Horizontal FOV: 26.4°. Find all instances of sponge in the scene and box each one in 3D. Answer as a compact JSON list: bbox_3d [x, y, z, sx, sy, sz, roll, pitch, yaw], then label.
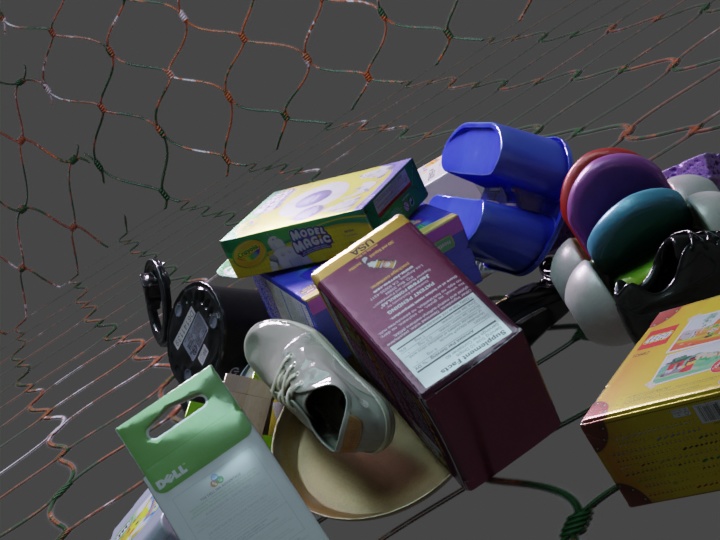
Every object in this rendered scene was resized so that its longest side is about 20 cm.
[{"bbox_3d":[0.286,-0.064,1.535,0.199,0.030,0.111,-25,-15,34],"label":"sponge"}]

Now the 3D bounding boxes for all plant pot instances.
[{"bbox_3d":[0.017,0.143,1.361,0.199,0.028,0.201,-15,44,14],"label":"plant pot"}]

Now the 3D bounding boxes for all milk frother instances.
[{"bbox_3d":[-0.133,0.059,1.718,0.187,0.201,0.181,6,-38,-38],"label":"milk frother"}]

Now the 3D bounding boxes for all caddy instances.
[{"bbox_3d":[0.145,-0.071,1.528,0.200,0.105,0.142,-161,87,-72],"label":"caddy"}]

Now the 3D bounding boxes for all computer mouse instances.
[{"bbox_3d":[0.157,0.036,1.551,0.200,0.046,0.140,-37,13,-18],"label":"computer mouse"}]

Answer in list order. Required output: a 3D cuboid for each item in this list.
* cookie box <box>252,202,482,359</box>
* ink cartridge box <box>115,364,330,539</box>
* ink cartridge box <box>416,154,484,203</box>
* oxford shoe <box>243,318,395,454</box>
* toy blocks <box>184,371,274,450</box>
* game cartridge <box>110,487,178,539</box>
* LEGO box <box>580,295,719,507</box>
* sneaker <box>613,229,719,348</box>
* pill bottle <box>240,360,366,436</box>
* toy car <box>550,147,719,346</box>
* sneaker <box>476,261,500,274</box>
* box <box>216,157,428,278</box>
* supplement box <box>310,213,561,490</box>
[{"bbox_3d":[0.000,0.000,1.492,0.171,0.075,0.200,-29,19,-13],"label":"cookie box"},{"bbox_3d":[-0.112,0.191,1.298,0.104,0.200,0.059,-34,-28,-7],"label":"ink cartridge box"},{"bbox_3d":[0.096,-0.059,1.881,0.199,0.126,0.129,-30,12,13],"label":"ink cartridge box"},{"bbox_3d":[-0.049,0.100,1.358,0.058,0.076,0.200,-4,28,-39],"label":"oxford shoe"},{"bbox_3d":[-0.125,0.200,1.455,0.099,0.137,0.200,11,36,0],"label":"toy blocks"},{"bbox_3d":[-0.209,0.259,1.546,0.133,0.040,0.200,-46,10,9],"label":"game cartridge"},{"bbox_3d":[0.272,0.074,1.046,0.200,0.077,0.149,-21,17,45],"label":"LEGO box"},{"bbox_3d":[0.295,-0.003,1.257,0.200,0.091,0.076,-34,11,-13],"label":"sneaker"},{"bbox_3d":[-0.032,0.123,1.531,0.200,0.112,0.112,-17,19,51],"label":"pill bottle"},{"bbox_3d":[0.245,-0.039,1.377,0.175,0.150,0.200,-31,12,6],"label":"toy car"},{"bbox_3d":[0.195,-0.046,1.710,0.200,0.073,0.114,-16,-1,32],"label":"sneaker"},{"bbox_3d":[-0.045,-0.048,1.488,0.199,0.049,0.117,-14,21,34],"label":"box"},{"bbox_3d":[0.061,0.065,1.297,0.103,0.131,0.200,-34,43,-9],"label":"supplement box"}]
